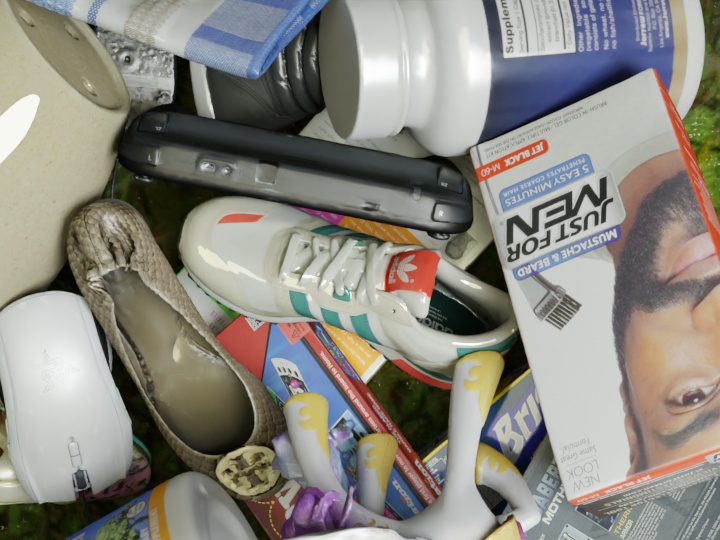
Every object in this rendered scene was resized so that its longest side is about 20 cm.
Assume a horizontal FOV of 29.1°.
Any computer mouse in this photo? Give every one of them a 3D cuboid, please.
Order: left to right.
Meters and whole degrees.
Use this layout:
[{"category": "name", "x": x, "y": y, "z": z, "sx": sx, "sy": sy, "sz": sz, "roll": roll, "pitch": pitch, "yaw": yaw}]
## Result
[{"category": "computer mouse", "x": -0.165, "y": 0.105, "z": 0.788, "sx": 0.108, "sy": 0.044, "sz": 0.202, "roll": -16, "pitch": 125, "yaw": -13}, {"category": "computer mouse", "x": -0.150, "y": -0.072, "z": 0.865, "sx": 0.058, "sy": 0.034, "sz": 0.203, "roll": 6, "pitch": 96, "yaw": -14}]

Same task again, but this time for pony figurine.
[{"category": "pony figurine", "x": 0.014, "y": 0.143, "z": 0.685, "sx": 0.190, "sy": 0.201, "sz": 0.168, "roll": -12, "pitch": 130, "yaw": -3}]

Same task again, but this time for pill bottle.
[{"category": "pill bottle", "x": -0.150, "y": 0.204, "z": 0.763, "sx": 0.198, "sy": 0.112, "sz": 0.113, "roll": -30, "pitch": 89, "yaw": 7}, {"category": "pill bottle", "x": 0.081, "y": -0.123, "z": 0.780, "sx": 0.197, "sy": 0.111, "sz": 0.113, "roll": -7, "pitch": 91, "yaw": -16}]

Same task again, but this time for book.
[{"category": "book", "x": -0.011, "y": -0.013, "z": 0.848, "sx": 0.133, "sy": 0.048, "sz": 0.200, "roll": 43, "pitch": 92, "yaw": 4}]

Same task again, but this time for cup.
[{"category": "cup", "x": -0.212, "y": -0.083, "z": 0.767, "sx": 0.143, "sy": 0.200, "sz": 0.201, "roll": -37, "pitch": 89, "yaw": 14}]

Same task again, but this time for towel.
[{"category": "towel", "x": -0.109, "y": -0.175, "z": 0.736, "sx": 0.198, "sy": 0.024, "sz": 0.147, "roll": 22, "pitch": 48, "yaw": 14}]

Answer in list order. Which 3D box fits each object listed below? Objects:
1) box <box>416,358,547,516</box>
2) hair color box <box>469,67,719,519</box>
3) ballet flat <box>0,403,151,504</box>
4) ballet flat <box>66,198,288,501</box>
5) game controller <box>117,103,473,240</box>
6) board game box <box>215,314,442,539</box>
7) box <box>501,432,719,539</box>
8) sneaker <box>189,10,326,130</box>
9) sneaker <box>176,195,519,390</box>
[{"category": "box", "x": 0.120, "y": 0.079, "z": 0.828, "sx": 0.199, "sy": 0.070, "sz": 0.064, "roll": -40, "pitch": 87, "yaw": 3}, {"category": "hair color box", "x": 0.137, "y": 0.011, "z": 0.716, "sx": 0.110, "sy": 0.064, "sz": 0.202, "roll": -23, "pitch": 65, "yaw": 19}, {"category": "ballet flat", "x": -0.225, "y": 0.098, "z": 0.844, "sx": 0.198, "sy": 0.071, "sz": 0.070, "roll": 29, "pitch": 126, "yaw": 3}, {"category": "ballet flat", "x": -0.099, "y": 0.051, "z": 0.762, "sx": 0.067, "sy": 0.046, "sz": 0.202, "roll": -27, "pitch": 110, "yaw": 4}, {"category": "game controller", "x": -0.034, "y": -0.057, "z": 0.776, "sx": 0.197, "sy": 0.104, "sz": 0.043, "roll": 11, "pitch": 99, "yaw": -3}, {"category": "board game box", "x": -0.022, "y": 0.116, "z": 0.809, "sx": 0.103, "sy": 0.019, "sz": 0.201, "roll": -39, "pitch": 84, "yaw": 22}, {"category": "box", "x": 0.167, "y": 0.125, "z": 0.730, "sx": 0.157, "sy": 0.051, "sz": 0.202, "roll": 28, "pitch": 88, "yaw": 30}, {"category": "sneaker", "x": -0.059, "y": -0.179, "z": 0.825, "sx": 0.098, "sy": 0.071, "sz": 0.203, "roll": -8, "pitch": 97, "yaw": 19}, {"category": "sneaker", "x": 0.000, "y": 0.001, "z": 0.759, "sx": 0.198, "sy": 0.093, "sz": 0.071, "roll": 24, "pitch": 65, "yaw": -13}]
